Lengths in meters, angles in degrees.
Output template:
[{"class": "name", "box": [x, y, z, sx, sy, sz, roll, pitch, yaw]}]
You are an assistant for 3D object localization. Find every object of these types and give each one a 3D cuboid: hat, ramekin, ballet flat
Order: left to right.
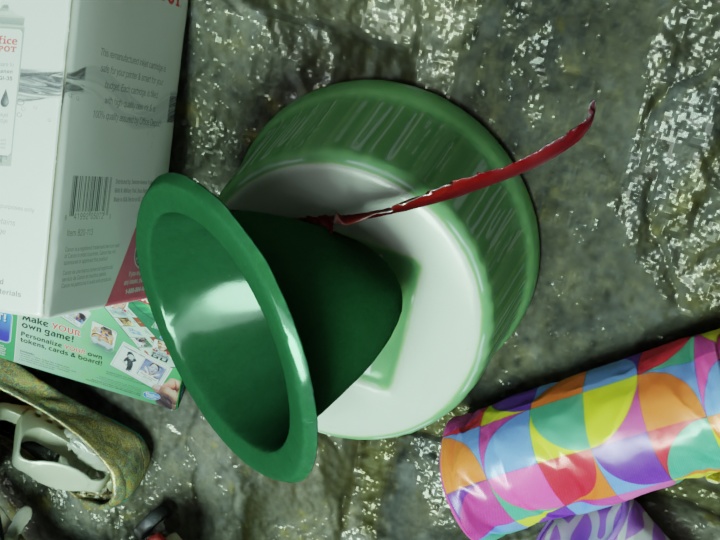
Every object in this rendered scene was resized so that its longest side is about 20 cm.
[{"class": "ballet flat", "box": [-0.242, 0.105, 0.851, 0.198, 0.071, 0.071, 31, 121, -9]}, {"class": "ramekin", "box": [0.000, 0.000, 0.712, 0.197, 0.098, 0.203, 8, 117, 16]}, {"class": "hat", "box": [0.001, 0.002, 0.646, 0.199, 0.175, 0.168, 24, 132, 51]}]

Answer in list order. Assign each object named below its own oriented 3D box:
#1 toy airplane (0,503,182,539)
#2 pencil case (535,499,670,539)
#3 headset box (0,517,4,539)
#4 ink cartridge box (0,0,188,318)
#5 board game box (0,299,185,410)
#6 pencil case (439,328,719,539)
[{"class": "toy airplane", "box": [-0.204, 0.273, 0.891, 0.198, 0.141, 0.202, 7, 110, 30]}, {"class": "pencil case", "box": [0.189, 0.232, 0.764, 0.201, 0.086, 0.084, 50, 131, -7]}, {"class": "headset box", "box": [-0.325, 0.128, 0.849, 0.077, 0.200, 0.150, -36, 106, -11]}, {"class": "ink cartridge box", "box": [-0.164, -0.084, 0.670, 0.082, 0.146, 0.203, 8, 95, 13]}, {"class": "board game box", "box": [-0.202, 0.009, 0.801, 0.197, 0.029, 0.136, 17, 125, -1]}, {"class": "pencil case", "box": [0.145, 0.103, 0.721, 0.198, 0.089, 0.089, -20, 107, 28]}]
